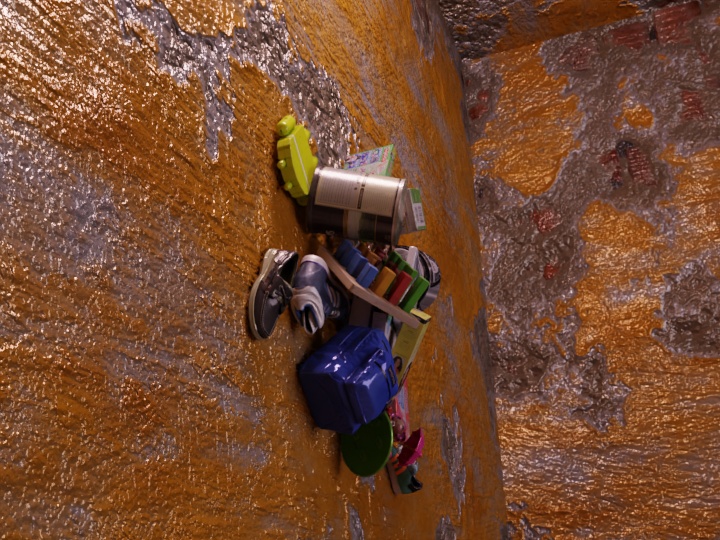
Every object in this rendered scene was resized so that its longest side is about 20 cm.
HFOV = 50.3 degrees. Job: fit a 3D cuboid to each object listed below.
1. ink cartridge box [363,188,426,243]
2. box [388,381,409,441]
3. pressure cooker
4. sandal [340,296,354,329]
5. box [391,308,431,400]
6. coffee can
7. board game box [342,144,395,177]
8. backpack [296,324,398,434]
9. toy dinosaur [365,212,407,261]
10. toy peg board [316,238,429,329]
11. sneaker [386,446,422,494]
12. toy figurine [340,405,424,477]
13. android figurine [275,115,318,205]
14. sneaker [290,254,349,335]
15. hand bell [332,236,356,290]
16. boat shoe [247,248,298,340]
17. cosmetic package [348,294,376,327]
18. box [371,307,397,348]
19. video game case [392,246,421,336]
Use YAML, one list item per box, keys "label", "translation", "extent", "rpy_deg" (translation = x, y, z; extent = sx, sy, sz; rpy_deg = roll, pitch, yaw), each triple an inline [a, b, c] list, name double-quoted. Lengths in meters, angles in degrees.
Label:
- label: "ink cartridge box"
  translation: [0.064, -0.136, 1.960]
  extent: [0.059, 0.196, 0.107]
  rpy_deg: [-9, 88, -58]
- label: "box"
  translation: [0.058, 0.313, 1.858]
  extent: [0.103, 0.092, 0.205]
  rpy_deg: [42, 42, -60]
- label: "pressure cooker"
  translation: [0.115, 0.027, 2.051]
  extent: [0.183, 0.173, 0.199]
  rpy_deg: [-69, 158, 1]
- label: "sandal"
  translation: [-0.032, 0.110, 1.765]
  extent: [0.076, 0.047, 0.203]
  rpy_deg: [83, 24, -46]
- label: "box"
  translation: [0.099, 0.191, 1.758]
  extent: [0.204, 0.049, 0.075]
  rpy_deg: [-69, 167, 9]
- label: "coffee can"
  translation: [-0.006, -0.140, 1.665]
  extent: [0.146, 0.194, 0.151]
  rpy_deg: [9, 90, -82]
- label: "board game box"
  translation: [0.013, -0.244, 1.936]
  extent: [0.202, 0.131, 0.030]
  rpy_deg: [-74, 148, -51]
- label: "backpack"
  translation: [-0.004, 0.217, 1.568]
  extent: [0.200, 0.164, 0.166]
  rpy_deg: [-44, 130, -47]
- label: "toy dinosaur"
  translation: [0.050, -0.095, 1.808]
  extent: [0.200, 0.084, 0.139]
  rpy_deg: [-19, 120, -79]
- label: "toy peg board"
  translation: [0.036, 0.002, 1.629]
  extent: [0.197, 0.099, 0.200]
  rpy_deg: [31, 8, -34]
- label: "sneaker"
  translation: [0.106, 0.473, 1.941]
  extent: [0.072, 0.078, 0.204]
  rpy_deg: [-60, 137, -62]
- label: "toy figurine"
  translation: [0.060, 0.361, 1.702]
  extent: [0.182, 0.150, 0.203]
  rpy_deg: [20, 34, -45]
- label: "android figurine"
  translation: [-0.135, -0.231, 1.630]
  extent: [0.201, 0.040, 0.186]
  rpy_deg: [-68, 146, -61]
- label: "sneaker"
  translation: [-0.087, 0.083, 1.575]
  extent: [0.202, 0.079, 0.149]
  rpy_deg: [63, 31, -47]
- label: "hand bell"
  translation: [-0.042, -0.022, 1.780]
  extent: [0.104, 0.101, 0.206]
  rpy_deg: [26, 70, -67]
- label: "boat shoe"
  translation: [-0.155, 0.036, 1.402]
  extent: [0.204, 0.064, 0.073]
  rpy_deg: [-81, 154, -43]
- label: "cosmetic package"
  translation: [0.009, 0.148, 1.752]
  extent: [0.150, 0.050, 0.206]
  rpy_deg: [0, 100, -73]
- label: "box"
  translation: [0.058, 0.138, 1.760]
  extent: [0.200, 0.035, 0.148]
  rpy_deg: [-46, 145, -71]
- label: "video game case"
  translation: [0.116, 0.066, 1.841]
  extent: [0.201, 0.023, 0.186]
  rpy_deg: [70, 32, -67]
